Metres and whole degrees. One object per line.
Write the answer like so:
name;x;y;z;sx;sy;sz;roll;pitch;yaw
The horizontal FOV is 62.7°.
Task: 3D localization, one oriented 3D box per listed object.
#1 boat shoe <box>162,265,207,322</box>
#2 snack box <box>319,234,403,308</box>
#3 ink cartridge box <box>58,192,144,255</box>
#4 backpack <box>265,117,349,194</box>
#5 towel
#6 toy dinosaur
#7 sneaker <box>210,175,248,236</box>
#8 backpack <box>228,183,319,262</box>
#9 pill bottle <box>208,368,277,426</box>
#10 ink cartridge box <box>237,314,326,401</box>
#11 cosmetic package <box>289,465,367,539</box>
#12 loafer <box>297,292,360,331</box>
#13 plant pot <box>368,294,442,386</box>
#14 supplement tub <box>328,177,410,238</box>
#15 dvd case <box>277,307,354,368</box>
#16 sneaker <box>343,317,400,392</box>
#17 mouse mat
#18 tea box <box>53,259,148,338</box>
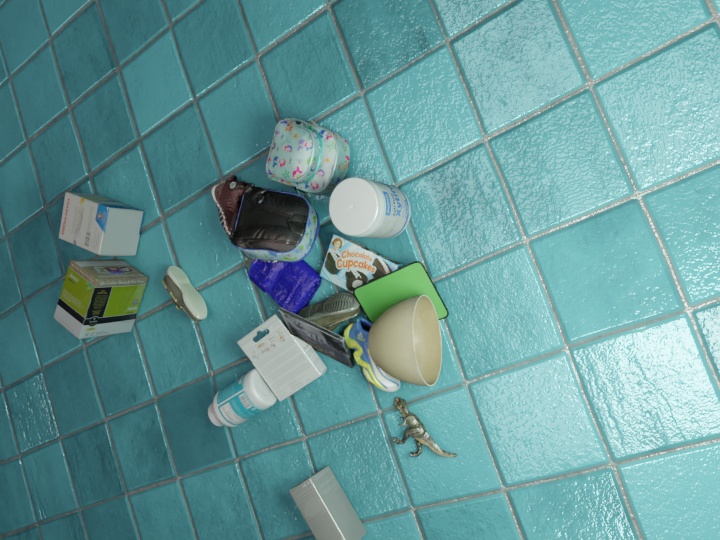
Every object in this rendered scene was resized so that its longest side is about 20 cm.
boat shoe;-0.519;0.079;1.741;0.060;0.072;0.203;-48;66;22
snack box;0.000;0.000;1.491;0.198;0.037;0.118;26;104;23
ink cartridge box;-0.805;-0.145;1.833;0.197;0.144;0.150;19;100;25
backpack;-0.132;-0.285;1.493;0.197;0.150;0.181;21;100;19
towel;-0.209;0.019;1.592;0.199;0.049;0.149;39;109;20
toy dinosaur;0.134;0.404;1.437;0.200;0.047;0.088;45;103;15
sneaker;-0.334;-0.175;1.636;0.115;0.075;0.202;-33;77;21
backpack;-0.206;-0.109;1.518;0.196;0.147;0.186;9;74;19
pill bottle;-0.330;0.359;1.632;0.198;0.110;0.112;-32;78;24
ink cartridge box;-0.208;0.227;1.569;0.162;0.057;0.202;-34;91;26
cosmetic package;-0.081;0.622;1.519;0.090;0.106;0.202;-36;74;22
loafer;-0.075;0.114;1.521;0.197;0.076;0.070;-17;126;33
plant pot;0.095;0.164;1.357;0.132;0.200;0.205;-7;89;24
supplement tub;0.027;-0.143;1.382;0.130;0.199;0.135;1;93;26
dvd case;-0.112;0.173;1.507;0.197;0.150;0.016;23;63;24
sneaker;0.036;0.199;1.443;0.200;0.075;0.106;46;135;18
mouse mat;0.096;0.077;1.426;0.198;0.008;0.163;-24;107;24
tea box;-0.788;0.081;1.804;0.132;0.199;0.200;29;103;23
